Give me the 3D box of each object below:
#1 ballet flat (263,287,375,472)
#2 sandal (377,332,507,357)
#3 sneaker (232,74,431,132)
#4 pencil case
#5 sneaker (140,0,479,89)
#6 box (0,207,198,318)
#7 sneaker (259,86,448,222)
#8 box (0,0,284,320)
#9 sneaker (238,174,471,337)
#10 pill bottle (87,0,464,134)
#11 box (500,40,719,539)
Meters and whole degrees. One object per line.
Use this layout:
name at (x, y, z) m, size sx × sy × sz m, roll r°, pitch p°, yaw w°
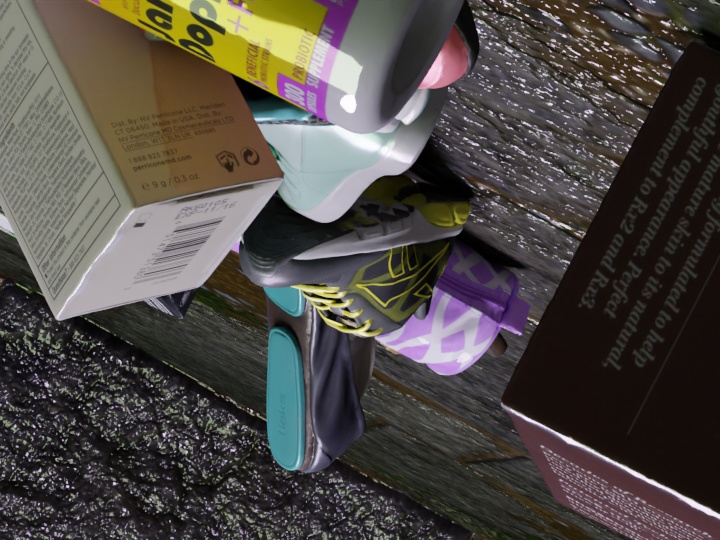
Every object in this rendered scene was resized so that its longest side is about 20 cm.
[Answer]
ballet flat at (-0.024, 0.021, 1.636) m, size 0.073 × 0.201 × 0.073 m, roll -3°, pitch -155°, yaw 1°
sandal at (0.018, 0.025, 1.938) m, size 0.200 × 0.055 × 0.082 m, roll 23°, pitch 170°, yaw 33°
sneaker at (-0.071, -0.105, 1.244) m, size 0.199 × 0.078 × 0.091 m, roll 11°, pitch -164°, yaw 24°
pencil case at (0.001, -0.014, 1.696) m, size 0.200 × 0.084 × 0.085 m, roll 31°, pitch 148°, yaw -24°
sneaker at (-0.050, -0.115, 1.149) m, size 0.200 × 0.087 × 0.074 m, roll 29°, pitch 150°, yaw -2°
box at (-0.156, -0.090, 1.491) m, size 0.199 × 0.149 × 0.124 m, roll 26°, pitch 173°, yaw 10°
sneaker at (-0.037, -0.087, 1.385) m, size 0.118 × 0.074 × 0.200 m, roll 27°, pitch 166°, yaw -9°
box at (-0.122, -0.091, 1.187) m, size 0.095 × 0.078 × 0.201 m, roll -48°, pitch 63°, yaw 48°
sneaker at (0.000, 0.000, 1.531) m, size 0.074 × 0.085 × 0.200 m, roll 17°, pitch -165°, yaw 29°
pill bottle at (-0.060, -0.137, 1.052) m, size 0.199 × 0.105 × 0.104 m, roll 27°, pitch 172°, yaw 10°
box at (0.173, 0.039, 1.134) m, size 0.164 × 0.166 × 0.200 m, roll 27°, pitch 171°, yaw 16°
